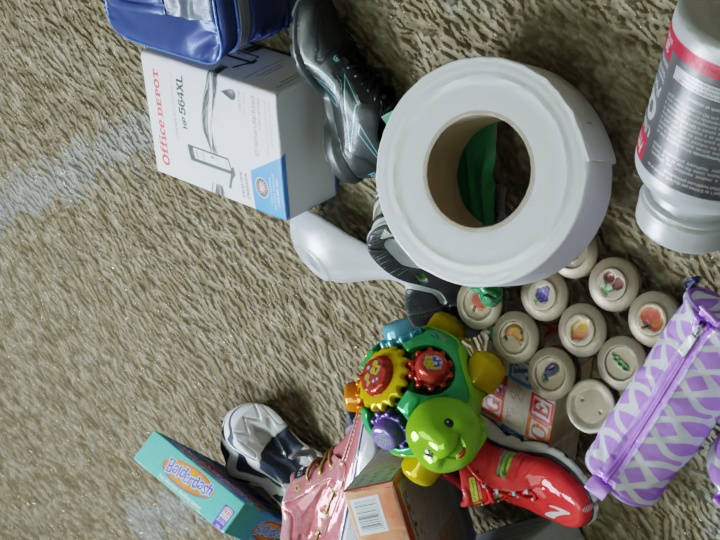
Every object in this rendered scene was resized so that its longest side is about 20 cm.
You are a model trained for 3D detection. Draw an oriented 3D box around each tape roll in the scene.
[{"bbox_3d":[0.117,-0.086,1.531,0.202,0.071,0.203,0,89,27],"label":"tape roll"}]

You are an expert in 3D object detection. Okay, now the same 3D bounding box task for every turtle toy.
[{"bbox_3d":[0.058,0.122,1.625,0.146,0.101,0.200,-58,39,10],"label":"turtle toy"}]

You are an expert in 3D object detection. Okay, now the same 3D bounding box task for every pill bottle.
[{"bbox_3d":[0.279,-0.114,1.376,0.111,0.111,0.200,34,135,28],"label":"pill bottle"}]

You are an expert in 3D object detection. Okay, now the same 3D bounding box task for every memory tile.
[{"bbox_3d":[0.186,0.037,1.589,0.200,0.017,0.153,43,113,25],"label":"memory tile"}]

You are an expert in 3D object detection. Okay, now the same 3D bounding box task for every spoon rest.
[{"bbox_3d":[0.000,0.000,1.793,0.200,0.061,0.099,42,166,28],"label":"spoon rest"}]

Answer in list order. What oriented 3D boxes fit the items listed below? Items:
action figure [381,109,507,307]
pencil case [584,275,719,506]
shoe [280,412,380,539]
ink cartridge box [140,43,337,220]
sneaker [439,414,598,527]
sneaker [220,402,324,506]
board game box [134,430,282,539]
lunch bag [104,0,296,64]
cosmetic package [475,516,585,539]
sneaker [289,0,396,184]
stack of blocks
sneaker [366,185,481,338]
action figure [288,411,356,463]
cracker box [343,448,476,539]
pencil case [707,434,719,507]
[{"bbox_3d":[0.097,-0.063,1.611,0.118,0.055,0.200,-16,84,35],"label":"action figure"},{"bbox_3d":[0.270,0.110,1.502,0.084,0.085,0.200,34,113,19],"label":"pencil case"},{"bbox_3d":[-0.028,0.214,1.837,0.091,0.071,0.200,16,108,13],"label":"shoe"},{"bbox_3d":[-0.126,-0.154,1.809,0.200,0.084,0.146,20,128,37],"label":"ink cartridge box"},{"bbox_3d":[0.135,0.204,1.662,0.200,0.085,0.077,21,129,37],"label":"sneaker"},{"bbox_3d":[-0.095,0.234,2.042,0.199,0.080,0.130,44,165,-15],"label":"sneaker"},{"bbox_3d":[-0.161,0.268,2.058,0.152,0.045,0.200,35,177,27],"label":"board game box"},{"bbox_3d":[-0.175,-0.294,1.734,0.200,0.132,0.136,19,127,38],"label":"lunch bag"},{"bbox_3d":[0.139,0.371,1.769,0.165,0.200,0.165,-28,93,52],"label":"cosmetic package"},{"bbox_3d":[-0.006,-0.181,1.688,0.079,0.075,0.200,-3,119,33],"label":"sneaker"},{"bbox_3d":[0.156,0.124,1.703,0.115,0.059,0.200,30,133,30],"label":"stack of blocks"},{"bbox_3d":[0.070,-0.023,1.703,0.076,0.116,0.201,-12,139,21],"label":"sneaker"},{"bbox_3d":[0.042,0.240,1.905,0.200,0.105,0.194,-34,94,22],"label":"action figure"},{"bbox_3d":[0.053,0.245,1.744,0.058,0.200,0.134,-14,97,20],"label":"cracker box"},{"bbox_3d":[0.359,0.125,1.453,0.084,0.085,0.200,43,138,18],"label":"pencil case"}]
